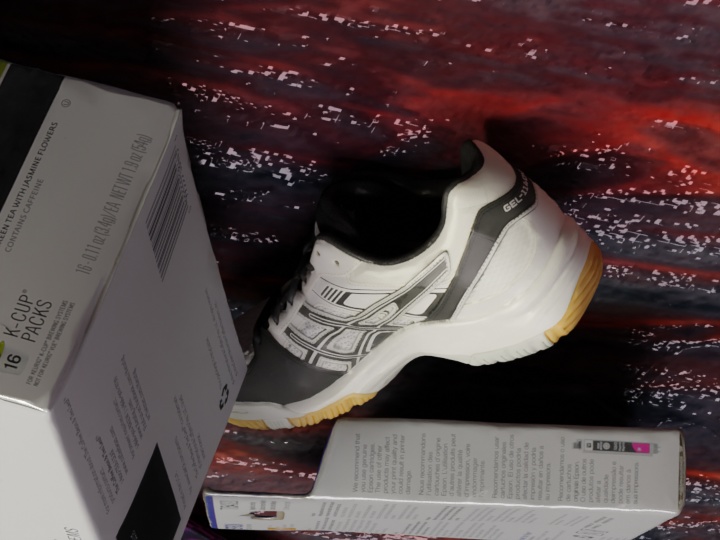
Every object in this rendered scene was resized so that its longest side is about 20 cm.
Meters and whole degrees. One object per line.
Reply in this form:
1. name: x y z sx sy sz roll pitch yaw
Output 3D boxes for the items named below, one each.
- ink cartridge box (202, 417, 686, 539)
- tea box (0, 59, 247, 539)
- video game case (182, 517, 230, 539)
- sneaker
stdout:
1. ink cartridge box: 0.032 0.093 1.211 0.199 0.044 0.196 4 171 -2
2. tea box: -0.164 0.021 1.027 0.196 0.134 0.200 14 152 12
3. video game case: -0.106 0.218 1.383 0.200 0.182 0.036 35 179 -42
4. sneaker: 0.000 0.000 1.103 0.200 0.076 0.088 -22 122 35
